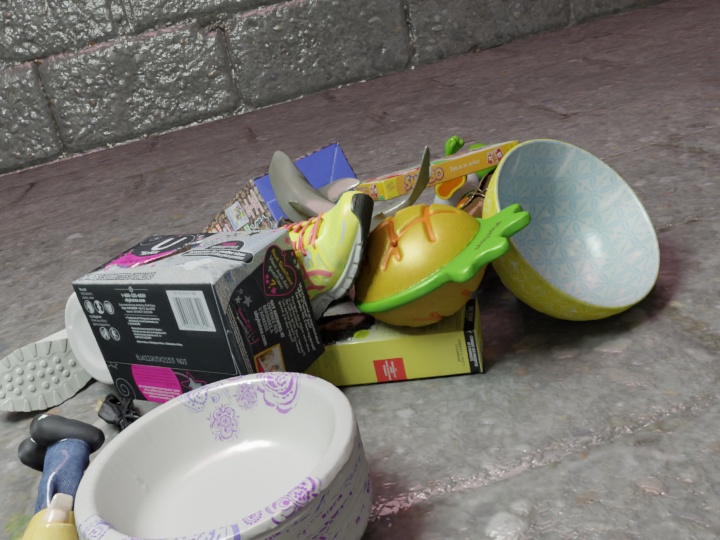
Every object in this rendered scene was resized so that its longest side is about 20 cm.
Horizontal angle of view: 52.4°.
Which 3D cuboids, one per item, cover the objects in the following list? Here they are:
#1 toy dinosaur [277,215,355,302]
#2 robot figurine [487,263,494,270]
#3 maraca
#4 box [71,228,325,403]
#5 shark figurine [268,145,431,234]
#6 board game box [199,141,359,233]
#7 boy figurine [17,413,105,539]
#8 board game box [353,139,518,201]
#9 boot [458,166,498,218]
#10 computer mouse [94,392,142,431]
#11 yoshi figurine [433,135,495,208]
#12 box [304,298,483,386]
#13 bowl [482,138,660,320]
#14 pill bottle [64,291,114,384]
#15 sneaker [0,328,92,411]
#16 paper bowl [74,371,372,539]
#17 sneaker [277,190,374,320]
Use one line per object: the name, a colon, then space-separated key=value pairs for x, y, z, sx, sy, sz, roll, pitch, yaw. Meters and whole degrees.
toy dinosaur: x=0.000 y=0.000 z=0.855 sx=0.135 sy=0.201 sz=0.086 roll=-39 pitch=-5 yaw=-10
robot figurine: x=0.178 y=-0.050 z=0.949 sx=0.197 sy=0.060 sz=0.144 roll=-26 pitch=25 yaw=-26
maraca: x=0.070 y=-0.010 z=0.681 sx=0.198 sy=0.108 sz=0.137 roll=-20 pitch=22 yaw=48
box: x=-0.152 y=0.041 z=0.695 sx=0.196 sy=0.135 sz=0.115 roll=-1 pitch=25 yaw=35
shark figurine: x=-0.026 y=-0.067 z=0.744 sx=0.210 sy=0.132 sz=0.089 roll=5 pitch=-10 yaw=30
board game box: x=-0.109 y=-0.068 z=1.003 sx=0.158 sy=0.098 sz=0.199 roll=-32 pitch=0 yaw=-39
boy figurine: x=-0.229 y=0.209 z=0.504 sx=0.125 sy=0.063 sz=0.203 roll=-48 pitch=30 yaw=37
board game box: x=0.096 y=-0.118 z=0.859 sx=0.196 sy=0.031 sz=0.095 roll=-16 pitch=9 yaw=-20
boot: x=0.130 y=-0.069 z=0.827 sx=0.073 sy=0.077 sz=0.198 roll=24 pitch=37 yaw=38
computer mouse: x=-0.188 y=0.112 z=0.797 sx=0.108 sy=0.045 sz=0.199 roll=3 pitch=32 yaw=46
yoshi figurine: x=0.176 y=-0.155 z=1.161 sx=0.109 sy=0.115 sz=0.201 roll=7 pitch=22 yaw=6
box: x=0.025 y=0.075 z=0.746 sx=0.195 sy=0.051 sz=0.076 roll=-8 pitch=22 yaw=13
bowl: x=0.203 y=-0.025 z=0.776 sx=0.198 sy=0.202 sz=0.108 roll=-28 pitch=-17 yaw=-34
pill bottle: x=-0.239 y=0.045 z=0.876 sx=0.110 sy=0.115 sz=0.199 roll=2 pitch=18 yaw=33
sneaker: x=-0.362 y=0.110 z=0.883 sx=0.079 sy=0.078 sz=0.198 roll=-7 pitch=15 yaw=47
paper bowl: x=-0.088 y=0.166 z=0.515 sx=0.195 sy=0.107 sz=0.202 roll=-12 pitch=22 yaw=5
sneaker: x=-0.051 y=-0.015 z=0.702 sx=0.089 sy=0.200 sz=0.080 roll=23 pitch=54 yaw=-12
